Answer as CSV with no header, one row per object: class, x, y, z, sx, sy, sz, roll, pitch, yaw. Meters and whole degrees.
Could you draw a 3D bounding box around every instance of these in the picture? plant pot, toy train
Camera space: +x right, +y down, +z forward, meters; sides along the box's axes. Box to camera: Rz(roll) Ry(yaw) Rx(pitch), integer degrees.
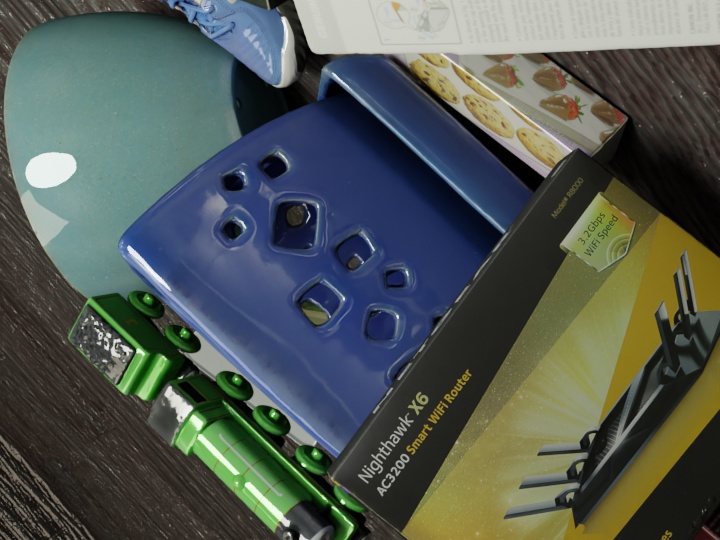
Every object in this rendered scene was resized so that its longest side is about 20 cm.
plant pot,0.000,0.000,0.862,0.200,0.180,0.200,43,174,3
plant pot,-0.122,-0.086,1.005,0.134,0.201,0.201,-13,126,20
toy train,-0.075,0.079,0.783,0.200,0.056,0.042,41,113,22

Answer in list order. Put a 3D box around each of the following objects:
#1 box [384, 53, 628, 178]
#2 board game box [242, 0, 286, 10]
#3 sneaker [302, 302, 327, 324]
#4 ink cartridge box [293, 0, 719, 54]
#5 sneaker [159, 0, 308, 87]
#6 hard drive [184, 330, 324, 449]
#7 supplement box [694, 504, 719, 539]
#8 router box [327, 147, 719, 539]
box,0.051,-0.117,0.805,0.200,0.039,0.042,40,156,15
board game box,-0.115,-0.219,0.759,0.199,0.028,0.136,25,140,38
sneaker,-0.030,0.054,1.145,0.199,0.088,0.077,27,138,37
ink cartridge box,0.058,-0.161,0.602,0.199,0.047,0.161,1,139,19
sneaker,-0.112,-0.186,0.925,0.200,0.077,0.076,48,155,-9
hard drive,-0.034,0.097,1.179,0.132,0.027,0.200,34,-172,26
supplement box,0.254,0.206,0.935,0.200,0.061,0.109,40,144,13
router box,0.104,0.068,0.734,0.157,0.200,0.052,37,175,0
